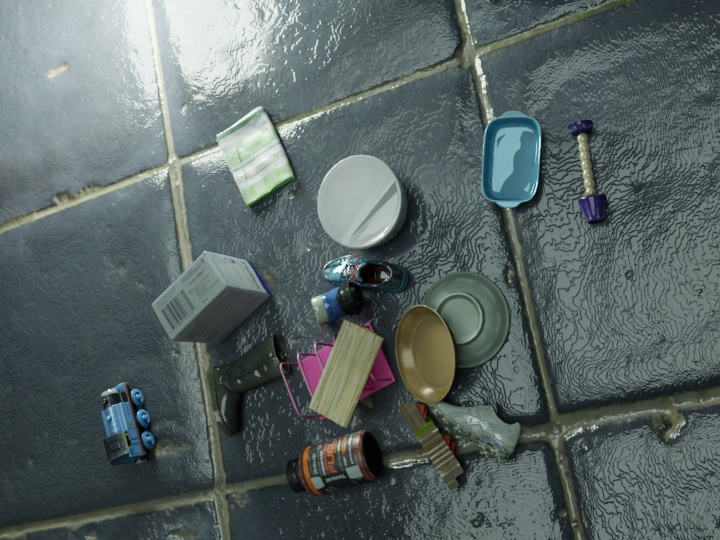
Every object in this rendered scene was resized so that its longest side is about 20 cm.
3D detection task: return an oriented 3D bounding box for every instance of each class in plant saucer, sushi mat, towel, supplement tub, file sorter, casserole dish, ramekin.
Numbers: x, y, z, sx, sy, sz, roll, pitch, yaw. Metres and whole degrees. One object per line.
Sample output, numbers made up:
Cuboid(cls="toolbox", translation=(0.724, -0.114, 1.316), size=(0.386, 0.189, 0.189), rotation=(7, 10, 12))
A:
Cuboid(cls="plant saucer", translation=(0.209, 0.101, 1.647), size=(0.197, 0.050, 0.204), rotation=(-2, 84, 22))
Cuboid(cls="sushi mat", translation=(-0.029, 0.209, 1.619), size=(0.095, 0.012, 0.203), rotation=(22, 90, 21))
Cuboid(cls="towel", translation=(-0.254, -0.273, 1.895), size=(0.148, 0.031, 0.202), rotation=(-31, 74, 18))
Cuboid(cls="supplement tub", translation=(-0.060, 0.417, 1.695), size=(0.198, 0.107, 0.108), rotation=(-21, 76, 19))
Cuboid(cls="file sorter", translation=(-0.053, 0.218, 1.703), size=(0.198, 0.125, 0.140), rotation=(-30, 73, 17))
Cuboid(cls="casserole dish", translation=(0.315, -0.227, 1.645), size=(0.119, 0.039, 0.203), rotation=(2, 86, 23))
Cuboid(cls="plant saucer", translation=(0.143, 0.171, 1.634), size=(0.199, 0.035, 0.204), rotation=(9, 101, 56))
Cuboid(cls="ramekin", translation=(0.013, -0.142, 1.733), size=(0.199, 0.094, 0.206), rotation=(-3, 82, 23))

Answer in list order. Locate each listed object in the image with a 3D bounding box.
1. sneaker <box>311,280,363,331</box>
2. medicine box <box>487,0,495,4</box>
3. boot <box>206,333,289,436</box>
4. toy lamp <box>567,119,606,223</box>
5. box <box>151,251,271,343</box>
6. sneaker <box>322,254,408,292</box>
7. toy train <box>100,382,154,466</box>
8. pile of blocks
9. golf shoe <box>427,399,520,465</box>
Cuboid(cls="sneaker", translation=(-0.046, 0.075, 1.700), size=(0.110, 0.200, 0.078), rotation=(-18, 82, -5))
Cuboid(cls="medicine box", translation=(0.269, -0.713, 1.684), size=(0.182, 0.103, 0.201), rotation=(44, 102, 21))
Cuboid(cls="boot", translation=(-0.248, 0.264, 1.820), size=(0.198, 0.072, 0.184), rotation=(-21, 78, 12))
Cuboid(cls="toy lamp", translation=(0.452, -0.195, 1.573), size=(0.057, 0.058, 0.203), rotation=(-10, 81, 21))
Cuboid(cls="box", translation=(-0.335, 0.066, 1.799), size=(0.184, 0.200, 0.105), rotation=(-42, 69, 13))
Cuboid(cls="sneaker", translation=(0.000, 0.000, 1.721), size=(0.197, 0.095, 0.081), rotation=(2, 82, 22))
Cuboid(cls="toy train", translation=(-0.567, 0.369, 1.910), size=(0.086, 0.114, 0.203), rotation=(-23, 76, 18))
Cuboid(cls="pile of blocks", translation=(0.155, 0.349, 1.637), size=(0.062, 0.082, 0.201), rotation=(-32, 81, -3))
Cuboid(cls="golf shoe", translation=(0.233, 0.305, 1.616), size=(0.199, 0.079, 0.098), rotation=(30, 71, 23))
